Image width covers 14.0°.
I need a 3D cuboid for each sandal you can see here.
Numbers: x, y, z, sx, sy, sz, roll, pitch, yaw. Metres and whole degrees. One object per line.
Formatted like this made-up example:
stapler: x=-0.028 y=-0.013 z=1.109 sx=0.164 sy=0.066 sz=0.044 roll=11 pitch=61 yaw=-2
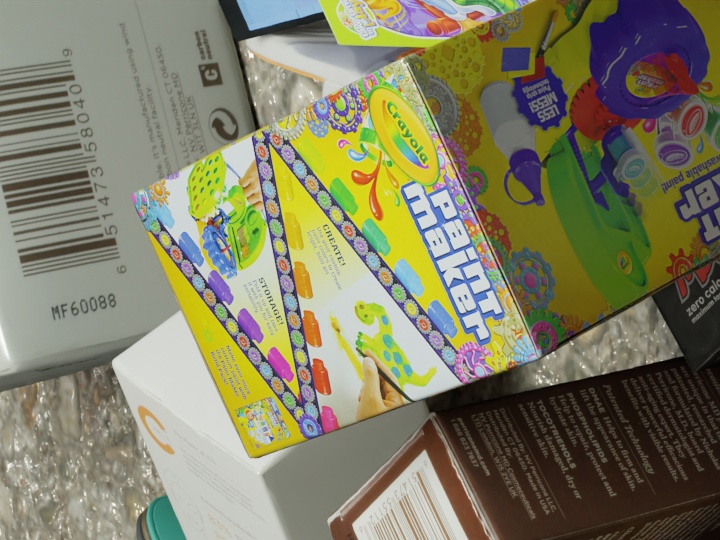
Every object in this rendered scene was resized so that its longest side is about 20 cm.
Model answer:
sandal: x=0.013 y=-0.080 z=1.434 sx=0.206 sy=0.079 sz=0.059 roll=25 pitch=120 yaw=56

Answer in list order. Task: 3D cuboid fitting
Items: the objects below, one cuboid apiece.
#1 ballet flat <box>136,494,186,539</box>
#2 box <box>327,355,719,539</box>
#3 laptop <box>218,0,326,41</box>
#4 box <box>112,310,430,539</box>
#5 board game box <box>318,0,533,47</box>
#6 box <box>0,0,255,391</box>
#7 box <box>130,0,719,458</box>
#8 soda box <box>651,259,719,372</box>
ballet flat: x=-0.060 y=0.197 z=1.596 sx=0.200 sy=0.073 sz=0.073 roll=33 pitch=124 yaw=40
box: x=0.097 y=0.096 z=1.265 sx=0.100 sy=0.199 sz=0.075 roll=-48 pitch=59 yaw=45
laptop: x=0.002 y=-0.171 z=1.340 sx=0.200 sy=0.103 sz=0.178 roll=35 pitch=155 yaw=50
box: x=-0.024 y=0.113 z=1.440 sx=0.124 sy=0.097 sz=0.200 roll=32 pitch=152 yaw=43
board game box: x=0.018 y=-0.187 z=1.260 sx=0.134 sy=0.045 sz=0.200 roll=4 pitch=134 yaw=37
box: x=-0.174 y=-0.043 z=1.573 sx=0.171 sy=0.200 sz=0.200 roll=-19 pitch=85 yaw=50
box: x=0.054 y=-0.033 z=1.169 sx=0.192 sy=0.200 sz=0.122 roll=-22 pitch=93 yaw=51
soda box: x=0.197 y=-0.039 z=1.216 sx=0.200 sy=0.063 sz=0.071 roll=-50 pitch=61 yaw=46
